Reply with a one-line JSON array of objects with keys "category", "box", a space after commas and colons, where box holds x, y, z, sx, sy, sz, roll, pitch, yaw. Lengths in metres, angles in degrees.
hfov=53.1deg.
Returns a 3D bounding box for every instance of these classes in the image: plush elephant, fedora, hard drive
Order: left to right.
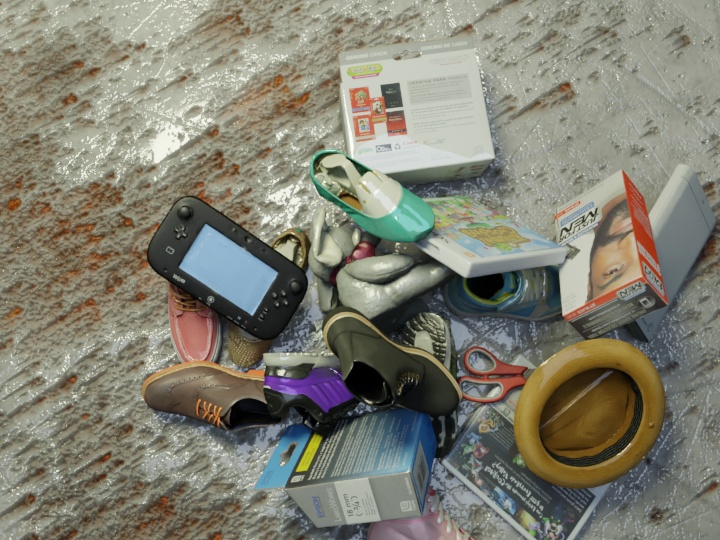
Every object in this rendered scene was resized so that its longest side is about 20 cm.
[{"category": "plush elephant", "box": [0.000, 0.000, 0.924, 0.196, 0.166, 0.157, -21, 67, -18]}, {"category": "fedora", "box": [0.281, 0.173, 0.914, 0.195, 0.082, 0.207, -1, 100, -4]}, {"category": "hard drive", "box": [0.408, -0.021, 0.971, 0.132, 0.026, 0.202, 42, 78, -39]}]

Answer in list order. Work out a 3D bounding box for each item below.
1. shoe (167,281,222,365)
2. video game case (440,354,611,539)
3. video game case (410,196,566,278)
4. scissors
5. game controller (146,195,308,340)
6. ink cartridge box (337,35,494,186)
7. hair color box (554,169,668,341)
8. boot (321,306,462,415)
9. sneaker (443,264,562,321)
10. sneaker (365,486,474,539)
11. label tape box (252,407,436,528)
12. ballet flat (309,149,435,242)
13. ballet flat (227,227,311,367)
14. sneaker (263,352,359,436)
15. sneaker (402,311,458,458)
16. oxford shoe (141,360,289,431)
[{"category": "shoe", "box": [-0.227, 0.030, 0.945, 0.069, 0.091, 0.206, -6, 81, -3]}, {"category": "video game case", "box": [0.235, 0.249, 0.963, 0.199, 0.023, 0.183, 39, 81, 3]}, {"category": "video game case", "box": [0.133, -0.049, 0.899, 0.181, 0.197, 0.023, 35, 120, 40]}, {"category": "scissors", "box": [0.226, 0.146, 0.958, 0.194, 0.014, 0.075, 5, 73, 7]}, {"category": "game controller", "box": [-0.164, -0.001, 0.896, 0.198, 0.042, 0.106, 34, 79, -11]}, {"category": "ink cartridge box", "box": [0.071, -0.215, 0.999, 0.194, 0.084, 0.181, -7, 81, -4]}, {"category": "hair color box", "box": [0.310, -0.022, 0.912, 0.064, 0.110, 0.203, 38, 38, -25]}, {"category": "boot", "box": [0.044, 0.134, 0.810, 0.197, 0.139, 0.078, 30, 102, -18]}, {"category": "sneaker", "box": [0.213, 0.022, 0.943, 0.194, 0.131, 0.082, -5, 79, -3]}, {"category": "sneaker", "box": [0.106, 0.334, 0.917, 0.195, 0.075, 0.108, 12, 86, 4]}, {"category": "label tape box", "box": [-0.013, 0.241, 0.883, 0.195, 0.145, 0.065, -13, 106, 18]}, {"category": "ballet flat", "box": [0.002, -0.093, 0.849, 0.068, 0.071, 0.198, -49, 48, -10]}, {"category": "ballet flat", "box": [-0.127, 0.031, 0.962, 0.069, 0.065, 0.204, 22, 81, 1]}, {"category": "sneaker", "box": [-0.035, 0.159, 0.921, 0.195, 0.069, 0.103, 7, 79, -26]}, {"category": "sneaker", "box": [0.106, 0.146, 0.949, 0.075, 0.088, 0.206, 7, 105, 30]}, {"category": "oxford shoe", "box": [-0.187, 0.165, 0.924, 0.194, 0.073, 0.073, 0, 113, -2]}]
